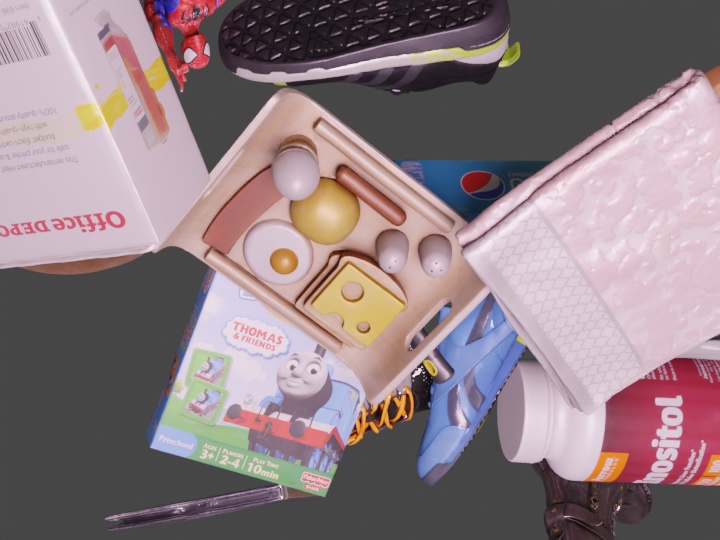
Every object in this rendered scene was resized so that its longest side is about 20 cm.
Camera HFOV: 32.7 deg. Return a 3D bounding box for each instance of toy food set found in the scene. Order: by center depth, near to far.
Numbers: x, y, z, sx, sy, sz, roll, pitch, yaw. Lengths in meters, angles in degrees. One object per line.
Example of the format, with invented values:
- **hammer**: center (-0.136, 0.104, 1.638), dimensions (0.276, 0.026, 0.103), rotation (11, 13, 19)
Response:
- **toy food set**: center (-0.022, -0.009, 0.826), dimensions (0.199, 0.061, 0.144), rotation (37, 113, -16)

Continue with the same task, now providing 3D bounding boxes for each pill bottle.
- **pill bottle**: center (0.222, 0.123, 1.044), dimensions (0.197, 0.114, 0.114), rotation (3, 133, -9)

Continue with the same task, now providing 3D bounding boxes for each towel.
- **towel**: center (0.184, -0.008, 0.818), dimensions (0.190, 0.032, 0.200), rotation (-34, 127, 9)

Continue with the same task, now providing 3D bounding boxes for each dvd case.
- **dvd case**: center (-0.121, 0.203, 1.067), dimensions (0.146, 0.016, 0.200), rotation (-11, 170, 5)

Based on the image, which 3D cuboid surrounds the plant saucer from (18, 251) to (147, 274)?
- **plant saucer**: center (-0.216, -0.068, 0.876), dimensions (0.197, 0.030, 0.202), rotation (-3, 134, -3)

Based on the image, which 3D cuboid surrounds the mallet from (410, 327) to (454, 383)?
- **mallet**: center (0.000, 0.000, 0.897), dimensions (0.065, 0.041, 0.202), rotation (-15, 110, 45)

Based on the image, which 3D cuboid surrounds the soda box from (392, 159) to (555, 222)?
- **soda box**: center (0.120, -0.037, 0.918), dimensions (0.196, 0.065, 0.069), rotation (0, 133, -7)

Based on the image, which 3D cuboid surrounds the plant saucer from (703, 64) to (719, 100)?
- **plant saucer**: center (0.251, -0.053, 0.879), dimensions (0.198, 0.032, 0.202), rotation (-24, 135, -27)

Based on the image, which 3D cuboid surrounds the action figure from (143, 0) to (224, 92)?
- **action figure**: center (-0.100, -0.193, 0.725), dimensions (0.064, 0.099, 0.202), rotation (-19, 138, -17)

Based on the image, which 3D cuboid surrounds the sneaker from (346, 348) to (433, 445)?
- **sneaker**: center (-0.002, 0.110, 1.031), dimensions (0.197, 0.078, 0.079), rotation (-7, 131, -2)

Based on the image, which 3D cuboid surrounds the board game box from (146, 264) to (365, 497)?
- **board game box**: center (-0.061, 0.060, 0.945), dimensions (0.149, 0.037, 0.203), rotation (18, 100, -19)

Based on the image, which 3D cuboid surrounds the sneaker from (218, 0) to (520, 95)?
- **sneaker**: center (0.007, -0.138, 0.806), dimensions (0.196, 0.073, 0.083), rotation (-3, 149, 6)

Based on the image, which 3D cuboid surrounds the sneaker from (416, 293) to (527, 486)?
- **sneaker**: center (0.084, 0.076, 0.994), dimensions (0.078, 0.066, 0.202), rotation (29, 104, 7)

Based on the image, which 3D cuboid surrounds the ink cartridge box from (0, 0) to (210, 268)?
- **ink cartridge box**: center (-0.197, -0.112, 0.741), dimensions (0.143, 0.084, 0.202), rotation (-4, 122, 27)

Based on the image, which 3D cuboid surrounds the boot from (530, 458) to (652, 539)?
- **boot**: center (0.212, 0.237, 1.106), dimensions (0.069, 0.176, 0.199), rotation (-36, 127, 25)

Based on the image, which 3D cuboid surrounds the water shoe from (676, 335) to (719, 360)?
- **water shoe**: center (0.241, 0.030, 1.004), dimensions (0.197, 0.072, 0.080), rotation (-4, 115, -12)
